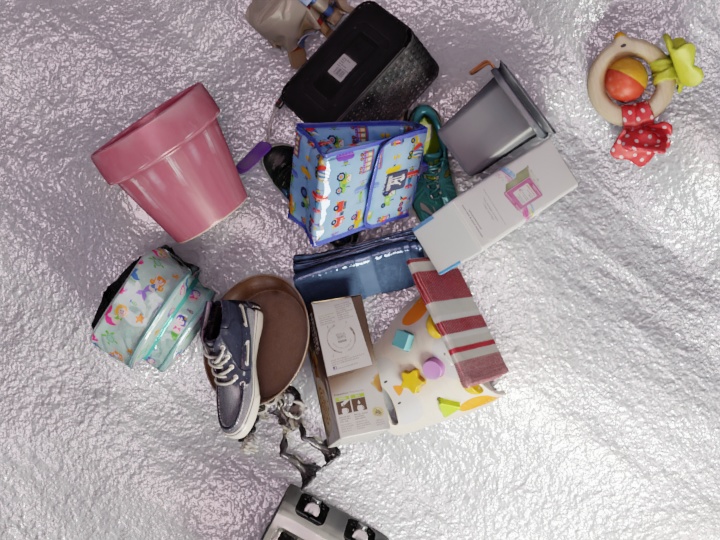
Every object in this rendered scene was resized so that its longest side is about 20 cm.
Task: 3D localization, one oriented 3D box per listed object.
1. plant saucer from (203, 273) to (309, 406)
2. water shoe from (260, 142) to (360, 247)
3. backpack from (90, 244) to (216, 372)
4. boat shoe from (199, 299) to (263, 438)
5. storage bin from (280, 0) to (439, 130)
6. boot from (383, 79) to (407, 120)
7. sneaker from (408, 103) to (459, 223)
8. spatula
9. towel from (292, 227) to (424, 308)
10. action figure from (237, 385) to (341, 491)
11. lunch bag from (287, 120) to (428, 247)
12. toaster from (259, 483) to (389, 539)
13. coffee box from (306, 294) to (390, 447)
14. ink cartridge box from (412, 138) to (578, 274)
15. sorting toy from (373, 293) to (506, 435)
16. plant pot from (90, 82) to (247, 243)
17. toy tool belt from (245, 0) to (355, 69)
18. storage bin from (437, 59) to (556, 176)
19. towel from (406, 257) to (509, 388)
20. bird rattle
[{"bbox_3d":[-0.148,0.106,1.686,0.199,0.034,0.202,-11,70,33],"label":"plant saucer"},{"bbox_3d":[-0.072,-0.118,1.711,0.072,0.079,0.200,-45,89,2],"label":"water shoe"},{"bbox_3d":[-0.307,0.058,1.665,0.150,0.200,0.178,34,92,1],"label":"backpack"},{"bbox_3d":[-0.195,0.136,1.628,0.074,0.093,0.202,-8,72,31],"label":"boat shoe"},{"bbox_3d":[-0.002,-0.277,1.668,0.200,0.094,0.135,-46,51,2],"label":"storage bin"},{"bbox_3d":[0.027,-0.194,1.713,0.075,0.074,0.202,16,95,9],"label":"boot"},{"bbox_3d":[0.103,-0.150,1.703,0.077,0.080,0.202,-11,91,2],"label":"sneaker"},{"bbox_3d":[-0.129,-0.231,1.726,0.020,0.056,0.201,29,91,-29],"label":"spatula"},{"bbox_3d":[0.000,0.000,1.702,0.198,0.112,0.049,-16,52,0],"label":"towel"},{"bbox_3d":[-0.122,0.228,1.711,0.119,0.102,0.200,-43,91,14],"label":"action figure"},{"bbox_3d":[0.007,-0.135,1.623,0.199,0.094,0.151,-12,129,-27],"label":"lunch bag"},{"bbox_3d":[-0.079,0.449,1.704,0.180,0.119,0.201,29,92,2],"label":"toaster"},{"bbox_3d":[-0.024,0.149,1.669,0.079,0.114,0.202,-9,78,-14],"label":"coffee box"},{"bbox_3d":[0.193,-0.091,1.632,0.199,0.144,0.085,-32,89,-26],"label":"ink cartridge box"},{"bbox_3d":[0.086,0.159,1.715,0.180,0.107,0.201,-34,89,22],"label":"sorting toy"},{"bbox_3d":[-0.267,-0.149,1.675,0.199,0.200,0.180,-32,105,3],"label":"plant pot"},{"bbox_3d":[-0.067,-0.407,1.702,0.200,0.125,0.123,-46,127,6],"label":"toy tool belt"},{"bbox_3d":[0.187,-0.217,1.648,0.134,0.200,0.146,-37,89,12],"label":"storage bin"},{"bbox_3d":[0.140,0.072,1.662,0.023,0.144,0.201,-31,77,27],"label":"towel"},{"bbox_3d":[0.416,-0.266,1.699,0.162,0.113,0.201,32,105,13],"label":"bird rattle"}]
